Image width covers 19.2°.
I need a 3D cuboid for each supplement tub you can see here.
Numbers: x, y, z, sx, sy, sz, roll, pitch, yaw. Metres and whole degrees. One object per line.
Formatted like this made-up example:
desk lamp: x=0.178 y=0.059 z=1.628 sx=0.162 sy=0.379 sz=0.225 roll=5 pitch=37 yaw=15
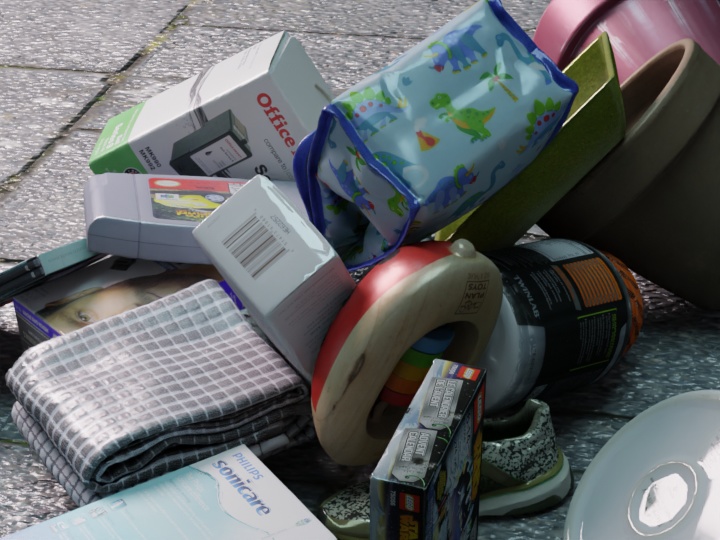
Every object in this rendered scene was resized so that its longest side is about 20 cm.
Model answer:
supplement tub: x=0.130 y=0.040 z=1.656 sx=0.122 sy=0.123 sz=0.200 roll=18 pitch=16 yaw=35

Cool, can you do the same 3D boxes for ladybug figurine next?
ladybug figurine: x=0.027 y=0.052 z=1.527 sx=0.135 sy=0.200 sz=0.072 roll=-1 pitch=41 yaw=-47

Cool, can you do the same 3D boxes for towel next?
towel: x=-0.150 y=0.096 z=1.613 sx=0.199 sy=0.086 sz=0.166 roll=-21 pitch=34 yaw=-24

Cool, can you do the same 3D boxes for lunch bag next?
lunch bag: x=0.049 y=-0.088 z=1.580 sx=0.170 sy=0.200 sz=0.128 roll=-35 pitch=76 yaw=-20

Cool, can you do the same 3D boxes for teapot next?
teapot: x=0.240 y=0.185 z=1.412 sx=0.197 sy=0.146 sz=0.200 roll=-9 pitch=50 yaw=47

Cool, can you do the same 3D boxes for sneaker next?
sneaker: x=0.059 y=0.141 z=1.565 sx=0.199 sy=0.089 sz=0.077 roll=-16 pitch=32 yaw=-15

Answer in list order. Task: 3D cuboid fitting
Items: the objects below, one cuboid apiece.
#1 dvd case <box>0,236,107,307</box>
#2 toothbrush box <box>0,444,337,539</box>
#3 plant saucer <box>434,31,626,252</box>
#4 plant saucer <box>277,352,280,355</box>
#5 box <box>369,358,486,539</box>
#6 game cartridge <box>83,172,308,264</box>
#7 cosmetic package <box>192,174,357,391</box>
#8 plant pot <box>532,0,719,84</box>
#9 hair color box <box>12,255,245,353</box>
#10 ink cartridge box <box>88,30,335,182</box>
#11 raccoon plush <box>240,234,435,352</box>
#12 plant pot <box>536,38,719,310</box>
dvd case: x=-0.299 y=0.016 z=1.783 sx=0.200 sy=0.022 sz=0.146 roll=-23 pitch=2 yaw=29
toothbrush box: x=-0.130 y=0.218 z=1.471 sx=0.199 sy=0.086 sz=0.146 roll=-21 pitch=33 yaw=-23
plant saucer: x=0.148 y=-0.093 z=1.738 sx=0.200 sy=0.048 sz=0.200 roll=-44 pitch=9 yaw=15
plant saucer: x=-0.137 y=0.092 z=1.737 sx=0.199 sy=0.037 sz=0.200 roll=6 pitch=32 yaw=20
box: x=0.043 y=0.178 z=1.393 sx=0.040 sy=0.201 sz=0.137 roll=10 pitch=34 yaw=15
game cartridge: x=-0.127 y=-0.042 z=1.753 sx=0.199 sy=0.041 sz=0.133 roll=2 pitch=24 yaw=-10
cosmetic package: x=-0.042 y=0.025 z=1.584 sx=0.074 sy=0.200 sz=0.102 roll=-40 pitch=60 yaw=-4
plant pot: x=0.283 y=-0.175 z=1.985 sx=0.199 sy=0.200 sz=0.179 roll=-16 pitch=47 yaw=-18
hair color box: x=-0.171 y=0.029 z=1.753 sx=0.200 sy=0.065 sz=0.109 roll=-26 pitch=34 yaw=-28
ink cartridge box: x=-0.114 y=-0.099 z=1.877 sx=0.200 sy=0.146 sz=0.084 roll=-25 pitch=24 yaw=24
raccoon plush: x=0.000 y=0.000 z=1.759 sx=0.199 sy=0.097 sz=0.134 roll=4 pitch=24 yaw=-3
plant pot: x=0.264 y=-0.061 z=1.770 sx=0.200 sy=0.175 sz=0.200 roll=-46 pitch=8 yaw=8
